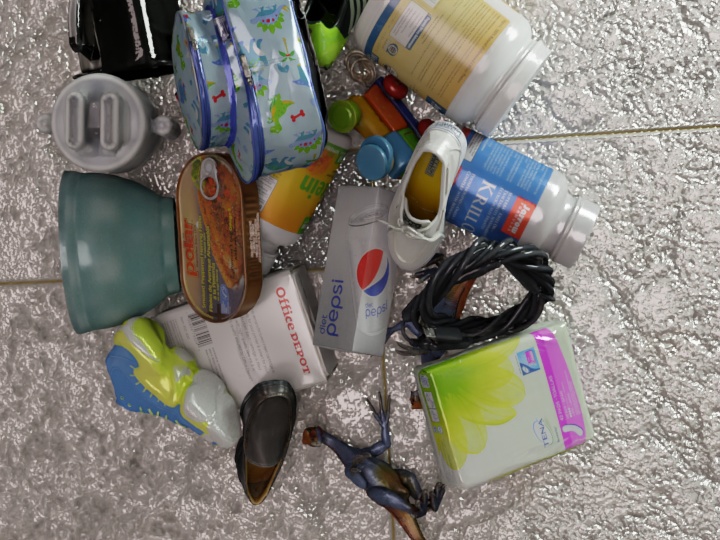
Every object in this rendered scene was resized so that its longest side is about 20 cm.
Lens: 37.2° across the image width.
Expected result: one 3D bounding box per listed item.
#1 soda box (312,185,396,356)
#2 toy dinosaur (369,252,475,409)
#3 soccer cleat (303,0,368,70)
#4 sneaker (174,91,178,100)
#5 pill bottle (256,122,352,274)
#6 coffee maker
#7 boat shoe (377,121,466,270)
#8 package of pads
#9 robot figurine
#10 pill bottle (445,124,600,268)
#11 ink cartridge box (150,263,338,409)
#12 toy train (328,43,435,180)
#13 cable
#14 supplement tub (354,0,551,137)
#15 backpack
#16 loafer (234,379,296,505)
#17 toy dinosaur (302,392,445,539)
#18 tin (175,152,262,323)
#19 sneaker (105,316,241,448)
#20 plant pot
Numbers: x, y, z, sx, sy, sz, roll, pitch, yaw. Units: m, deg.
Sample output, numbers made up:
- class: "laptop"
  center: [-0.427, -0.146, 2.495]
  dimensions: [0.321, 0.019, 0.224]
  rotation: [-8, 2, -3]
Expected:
- class: "soda box"
  center: [0.000, 0.000, 1.305]
  dimensions: [0.068, 0.063, 0.202]
  rotation: [6, 85, 38]
- class: "toy dinosaur"
  center: [0.098, 0.079, 1.324]
  dimensions: [0.198, 0.105, 0.183]
  rotation: [-13, 113, 0]
- class: "soccer cleat"
  center: [-0.024, -0.322, 1.247]
  dimensions: [0.067, 0.081, 0.201]
  rotation: [14, 54, 9]
- class: "sneaker"
  center: [-0.132, -0.244, 1.329]
  dimensions: [0.199, 0.081, 0.075]
  rotation: [-28, 109, 18]
- class: "pill bottle"
  center: [-0.103, -0.101, 1.318]
  dimensions: [0.110, 0.111, 0.201]
  rotation: [30, 101, 4]
- class: "coffee maker"
  center: [-0.270, -0.342, 1.313]
  dimensions: [0.190, 0.135, 0.202]
  rotation: [-7, 96, 0]
- class: "boat shoe"
  center: [0.065, -0.065, 1.209]
  dimensions: [0.074, 0.086, 0.203]
  rotation: [27, 132, 8]
- class: "package of pads"
  center: [0.174, 0.164, 1.292]
  dimensions: [0.198, 0.068, 0.156]
  rotation: [-17, 94, -17]
- class: "robot figurine"
  center: [-0.305, -0.175, 1.292]
  dimensions: [0.168, 0.200, 0.114]
  rotation: [6, 94, -1]
- class: "pill bottle"
  center: [0.178, -0.083, 1.273]
  dimensions: [0.199, 0.112, 0.113]
  rotation: [26, 100, 6]
- class: "ink cartridge box"
  center: [-0.145, 0.092, 1.363]
  dimensions: [0.198, 0.083, 0.148]
  rotation: [-18, 95, 12]
- class: "toy train"
  center: [-0.001, -0.195, 1.279]
  dimensions: [0.085, 0.115, 0.201]
  rotation: [-43, 79, 35]
- class: "cable"
  center: [0.147, 0.024, 1.248]
  dimensions: [0.198, 0.051, 0.164]
  rotation: [-1, 131, -29]
- class: "supplement tub"
  center: [0.107, -0.265, 1.246]
  dimensions: [0.199, 0.145, 0.145]
  rotation: [38, 101, 3]
- class: "backpack"
  center: [-0.125, -0.199, 1.168]
  dimensions: [0.146, 0.183, 0.202]
  rotation: [-17, 87, -14]
- class: "loafer"
  center: [-0.115, 0.213, 1.331]
  dimensions: [0.072, 0.073, 0.201]
  rotation: [-1, 137, -12]
- class: "toy dinosaur"
  center: [0.006, 0.266, 1.356]
  dimensions: [0.180, 0.105, 0.202]
  rotation: [15, 112, 27]
- class: "tin"
  center: [-0.168, -0.040, 1.274]
  dimensions: [0.111, 0.042, 0.202]
  rotation: [3, 99, 33]
- class: "sneaker"
  center: [-0.237, 0.152, 1.320]
  dimensions: [0.200, 0.076, 0.105]
  rotation: [50, 122, 1]
- class: "plant pot"
  center: [-0.291, -0.026, 1.327]
  dimensions: [0.133, 0.200, 0.203]
  rotation: [-4, 97, -6]
